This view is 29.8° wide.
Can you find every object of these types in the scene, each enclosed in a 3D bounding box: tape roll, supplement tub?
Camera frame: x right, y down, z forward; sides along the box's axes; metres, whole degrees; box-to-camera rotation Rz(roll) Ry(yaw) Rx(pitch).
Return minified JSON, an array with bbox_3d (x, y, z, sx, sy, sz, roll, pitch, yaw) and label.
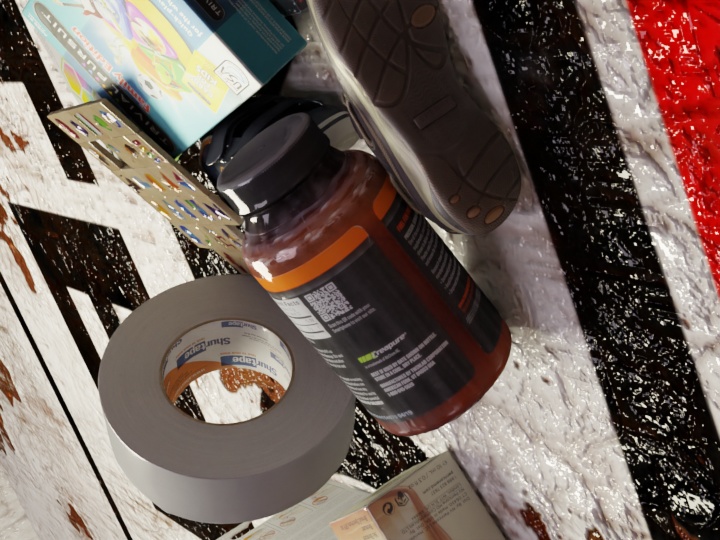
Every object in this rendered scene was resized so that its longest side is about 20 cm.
[{"bbox_3d":[-0.103,0.098,1.073,0.200,0.200,0.066,42,151,32],"label":"tape roll"},{"bbox_3d":[0.000,0.000,0.836,0.200,0.107,0.107,52,159,-21],"label":"supplement tub"}]

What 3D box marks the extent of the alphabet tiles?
[{"bbox_3d":[-0.143,-0.058,1.035,0.200,0.008,0.167,42,165,-21],"label":"alphabet tiles"}]

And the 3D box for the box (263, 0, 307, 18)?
[{"bbox_3d":[-0.118,-0.240,0.847,0.136,0.038,0.200,-2,130,54],"label":"box"}]

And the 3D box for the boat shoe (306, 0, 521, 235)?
[{"bbox_3d":[0.015,-0.105,0.780,0.200,0.074,0.073,63,155,-5],"label":"boat shoe"}]

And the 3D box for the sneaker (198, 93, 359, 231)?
[{"bbox_3d":[-0.066,-0.083,0.947,0.079,0.078,0.200,53,157,-1],"label":"sneaker"}]

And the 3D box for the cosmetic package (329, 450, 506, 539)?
[{"bbox_3d":[0.073,0.252,1.051,0.200,0.087,0.103,56,154,6],"label":"cosmetic package"}]

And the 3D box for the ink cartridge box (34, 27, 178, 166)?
[{"bbox_3d":[-0.204,-0.153,1.128,0.148,0.076,0.200,58,154,2],"label":"ink cartridge box"}]

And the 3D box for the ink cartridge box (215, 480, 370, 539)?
[{"bbox_3d":[-0.049,0.254,1.191,0.200,0.162,0.050,-1,115,62],"label":"ink cartridge box"}]

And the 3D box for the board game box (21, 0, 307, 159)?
[{"bbox_3d":[-0.137,-0.161,0.898,0.151,0.047,0.200,47,154,-10],"label":"board game box"}]
